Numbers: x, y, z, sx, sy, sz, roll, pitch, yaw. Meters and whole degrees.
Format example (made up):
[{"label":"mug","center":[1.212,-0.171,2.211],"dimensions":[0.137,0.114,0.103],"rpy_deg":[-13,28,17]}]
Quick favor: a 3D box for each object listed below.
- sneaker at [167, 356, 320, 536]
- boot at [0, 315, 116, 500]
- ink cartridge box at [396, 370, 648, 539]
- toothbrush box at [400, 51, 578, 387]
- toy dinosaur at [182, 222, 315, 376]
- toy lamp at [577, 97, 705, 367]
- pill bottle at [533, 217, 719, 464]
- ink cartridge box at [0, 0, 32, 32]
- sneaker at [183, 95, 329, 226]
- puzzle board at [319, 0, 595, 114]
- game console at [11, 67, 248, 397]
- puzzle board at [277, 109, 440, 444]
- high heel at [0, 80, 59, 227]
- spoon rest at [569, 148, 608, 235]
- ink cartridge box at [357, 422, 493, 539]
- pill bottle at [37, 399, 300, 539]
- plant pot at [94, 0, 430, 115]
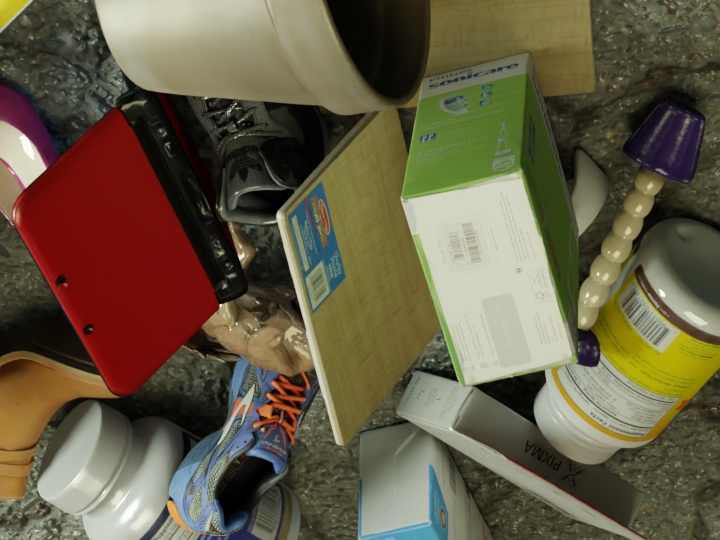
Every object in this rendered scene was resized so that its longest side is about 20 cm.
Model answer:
[{"label":"sneaker","center":[-0.073,0.126,1.827],"dimensions":[0.075,0.078,0.201],"rpy_deg":[28,89,-29]},{"label":"boot","center":[-0.267,0.118,1.840],"dimensions":[0.198,0.077,0.156],"rpy_deg":[6,115,2]},{"label":"ink cartridge box","center":[0.149,0.155,1.849],"dimensions":[0.199,0.045,0.176],"rpy_deg":[32,172,-28]},{"label":"toothbrush box","center":[0.092,-0.038,1.577],"dimensions":[0.085,0.200,0.146],"rpy_deg":[-12,116,13]},{"label":"toy dinosaur","center":[-0.080,0.043,1.756],"dimensions":[0.199,0.086,0.136],"rpy_deg":[31,141,17]},{"label":"toy lamp","center":[0.192,-0.028,1.686],"dimensions":[0.058,0.058,0.201],"rpy_deg":[18,105,-17]},{"label":"pill bottle","center":[0.215,0.060,1.783],"dimensions":[0.109,0.110,0.200],"rpy_deg":[20,132,-19]},{"label":"ink cartridge box","center":[-0.273,-0.257,1.520],"dimensions":[0.199,0.047,0.197],"rpy_deg":[31,129,-30]},{"label":"sneaker","center":[-0.087,-0.107,1.616],"dimensions":[0.075,0.114,0.200],"rpy_deg":[-23,130,22]},{"label":"puzzle board","center":[0.061,-0.178,1.614],"dimensions":[0.198,0.017,0.151],"rpy_deg":[-5,134,5]},{"label":"game console","center":[-0.167,-0.048,1.621],"dimensions":[0.118,0.173,0.201],"rpy_deg":[-23,133,1]},{"label":"puzzle board","center":[0.000,0.000,1.654],"dimensions":[0.017,0.151,0.201],"rpy_deg":[10,130,32]},{"label":"high heel","center":[-0.253,-0.064,1.674],"dimensions":[0.067,0.096,0.200],"rpy_deg":[-24,130,24]},{"label":"spoon rest","center":[0.095,-0.018,1.742],"dimensions":[0.199,0.061,0.099],"rpy_deg":[-30,127,26]},{"label":"ink cartridge box","center":[0.062,0.234,1.954],"dimensions":[0.067,0.116,0.201],"rpy_deg":[-14,133,15]},{"label":"pill bottle","center":[-0.159,0.190,1.910],"dimensions":[0.199,0.120,0.120],"rpy_deg":[32,127,-27]},{"label":"plant pot","center":[-0.069,-0.188,1.491],"dimensions":[0.172,0.201,0.200],"rpy_deg":[-9,135,23]}]
